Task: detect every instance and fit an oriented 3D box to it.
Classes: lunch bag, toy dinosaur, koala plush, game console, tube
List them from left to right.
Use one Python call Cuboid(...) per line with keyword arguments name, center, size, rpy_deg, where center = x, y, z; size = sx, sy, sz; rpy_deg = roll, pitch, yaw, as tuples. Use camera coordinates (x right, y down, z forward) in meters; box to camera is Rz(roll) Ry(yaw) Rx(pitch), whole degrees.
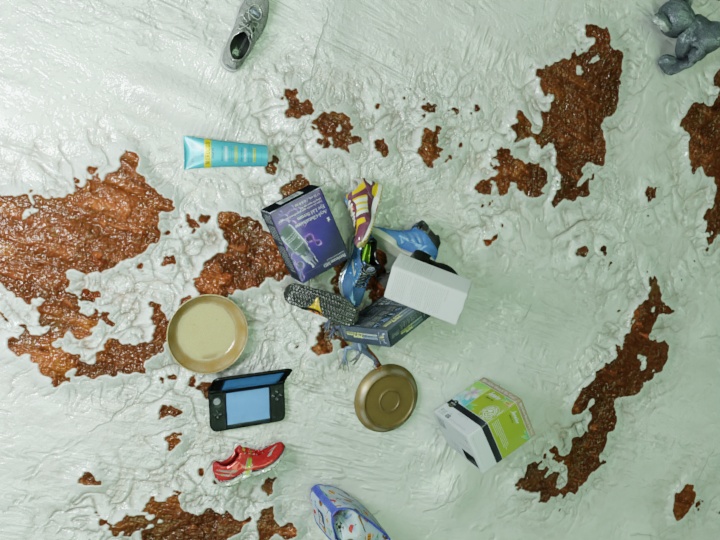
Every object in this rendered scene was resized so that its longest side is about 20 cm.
Cuboid(name="tube", center=(-0.322, -0.278, 1.567), size=(0.198, 0.050, 0.078), rpy_deg=(-1, 93, -17))
Cuboid(name="game console", center=(-0.276, 0.327, 1.652), size=(0.198, 0.116, 0.178), rpy_deg=(-4, 101, -21))
Cuboid(name="lunch bag", center=(-0.044, 0.679, 1.782), size=(0.124, 0.170, 0.200), rpy_deg=(-46, 114, -13))
Cuboid(name="toy dinosaur", center=(-0.006, 0.188, 1.745), size=(0.180, 0.105, 0.202), rpy_deg=(23, 89, -27))
Cuboid(name="koala plush", center=(0.962, -0.724, 1.948), size=(0.177, 0.184, 0.200), rpy_deg=(-44, 100, -10))

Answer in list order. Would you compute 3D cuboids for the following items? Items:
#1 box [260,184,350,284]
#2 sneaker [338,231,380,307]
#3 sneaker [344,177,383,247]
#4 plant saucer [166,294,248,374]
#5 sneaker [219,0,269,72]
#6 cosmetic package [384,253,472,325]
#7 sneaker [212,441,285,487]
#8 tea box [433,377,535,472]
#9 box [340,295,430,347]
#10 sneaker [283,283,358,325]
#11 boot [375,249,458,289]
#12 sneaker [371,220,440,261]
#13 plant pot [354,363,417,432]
Cuboid(name="box", center=(-0.137, -0.091, 1.640), size=(0.147, 0.104, 0.201), rpy_deg=(-30, 109, -15))
Cuboid(name="sneaker", center=(0.000, 0.000, 1.714), size=(0.078, 0.089, 0.202), rpy_deg=(2, 102, -34))
Cuboid(name="sneaker", center=(-0.005, -0.148, 1.673), size=(0.089, 0.075, 0.201), rpy_deg=(17, 57, -5))
Cuboid(name="plant saucer", center=(-0.380, 0.154, 1.623), size=(0.198, 0.035, 0.203), rpy_deg=(-4, 101, -22))
Cuboid(name="sneaker", center=(-0.259, -0.555, 1.519), size=(0.074, 0.082, 0.202), rpy_deg=(21, 91, -24))
Cuboid(name="cosmetic package", center=(0.170, 0.046, 1.651), size=(0.198, 0.071, 0.102), rpy_deg=(22, 125, 9))
Cuboid(name="sneaker", center=(-0.289, 0.488, 1.700), size=(0.198, 0.077, 0.086), rpy_deg=(-22, 102, -18))
Cuboid(name="tea box", center=(0.353, 0.437, 1.882), size=(0.196, 0.200, 0.135), rpy_deg=(-30, 109, -16))
Cuboid(name="box", center=(0.070, 0.127, 1.695), size=(0.199, 0.157, 0.052), rpy_deg=(-32, 115, -45))
Cuboid(name="sneaker", center=(-0.097, 0.082, 1.669), size=(0.198, 0.090, 0.071), rpy_deg=(21, 89, -1))
Cuboid(name="boot", center=(0.160, 0.038, 1.758), size=(0.199, 0.174, 0.070), rpy_deg=(37, 46, -10))
Cuboid(name="sneaker", center=(0.124, -0.093, 1.766), size=(0.198, 0.077, 0.112), rpy_deg=(26, 69, -6))
Cuboid(name="plant pot", center=(0.078, 0.365, 1.852), size=(0.198, 0.027, 0.202), rpy_deg=(-4, 100, -22))
